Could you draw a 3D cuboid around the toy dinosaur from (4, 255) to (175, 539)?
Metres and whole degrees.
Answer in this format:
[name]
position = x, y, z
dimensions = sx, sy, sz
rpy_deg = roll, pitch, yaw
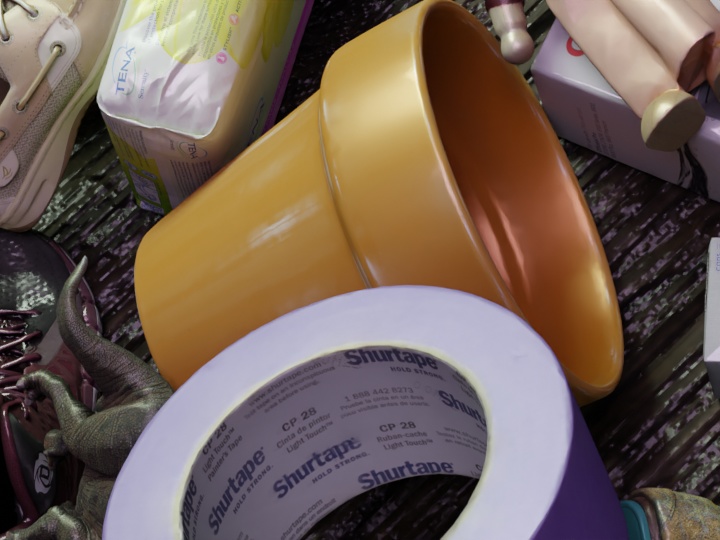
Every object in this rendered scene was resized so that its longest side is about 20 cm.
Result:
[toy dinosaur]
position = -0.110, 0.097, 1.043
dimensions = 0.102, 0.077, 0.202
rpy_deg = 4, 88, 24

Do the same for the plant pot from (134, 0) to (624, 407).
[plant pot]
position = 0.000, 0.000, 1.065
dimensions = 0.182, 0.200, 0.202
rpy_deg = -24, 66, 20

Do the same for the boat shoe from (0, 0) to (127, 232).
[boat shoe]
position = -0.166, -0.114, 1.129
dimensions = 0.072, 0.065, 0.201
rpy_deg = 50, 120, 48

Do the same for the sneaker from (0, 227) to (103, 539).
[sneaker]
position = -0.174, 0.056, 1.117
dimensions = 0.075, 0.116, 0.201
rpy_deg = -15, 68, 8

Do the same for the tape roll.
[tape roll]
position = 0.003, 0.106, 0.899
dimensions = 0.199, 0.085, 0.201
rpy_deg = -15, 41, 14

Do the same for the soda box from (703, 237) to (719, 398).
[soda box]
position = 0.262, 0.026, 1.048
dimensions = 0.198, 0.068, 0.064
rpy_deg = 2, 71, 13

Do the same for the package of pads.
[package of pads]
position = -0.068, -0.138, 1.136
dimensions = 0.068, 0.155, 0.201
rpy_deg = 15, 75, 6

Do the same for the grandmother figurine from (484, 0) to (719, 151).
[grandmother figurine]
position = 0.107, -0.153, 1.067
dimensions = 0.121, 0.061, 0.200
rpy_deg = -37, 66, -9

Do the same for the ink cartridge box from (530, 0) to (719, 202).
[ink cartridge box]
position = 0.204, -0.109, 1.101
dimensions = 0.199, 0.084, 0.145
rpy_deg = 23, 77, 21

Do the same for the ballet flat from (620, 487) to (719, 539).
[ballet flat]
position = 0.153, 0.199, 1.021
dimensions = 0.070, 0.071, 0.202
rpy_deg = -5, 72, 12
